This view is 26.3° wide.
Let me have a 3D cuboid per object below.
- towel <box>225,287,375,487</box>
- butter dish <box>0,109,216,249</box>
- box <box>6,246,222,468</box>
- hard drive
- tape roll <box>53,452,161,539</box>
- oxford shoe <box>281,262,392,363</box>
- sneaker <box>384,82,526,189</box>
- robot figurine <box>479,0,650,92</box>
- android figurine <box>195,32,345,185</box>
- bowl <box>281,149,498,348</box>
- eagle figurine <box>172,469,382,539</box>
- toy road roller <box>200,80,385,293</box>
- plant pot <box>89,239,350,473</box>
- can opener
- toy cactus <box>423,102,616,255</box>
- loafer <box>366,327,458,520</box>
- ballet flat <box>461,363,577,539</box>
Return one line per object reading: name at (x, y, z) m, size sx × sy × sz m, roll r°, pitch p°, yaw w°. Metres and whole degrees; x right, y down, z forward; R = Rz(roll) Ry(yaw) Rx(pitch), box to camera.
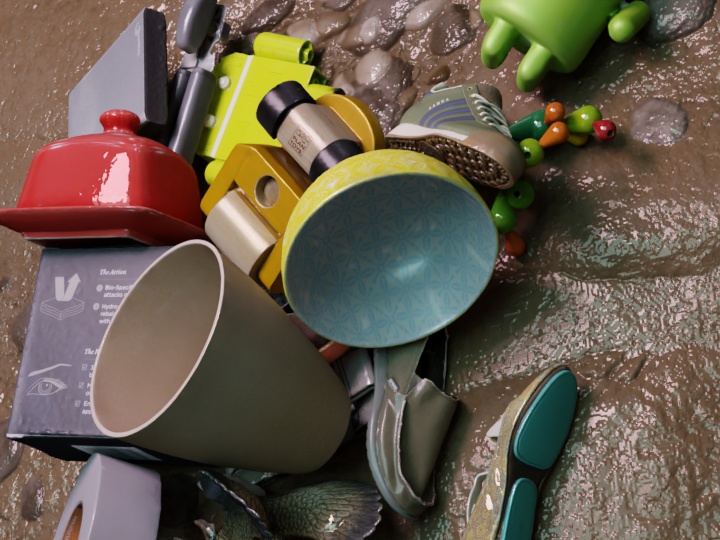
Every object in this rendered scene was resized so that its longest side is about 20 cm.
towel at (-0.076, 0.102, 1.539) m, size 0.191 × 0.034 × 0.202 m, roll -29°, pitch 60°, yaw 17°
butter dish at (-0.252, -0.092, 1.583) m, size 0.198 × 0.199 × 0.150 m, roll -1°, pitch 77°, yaw 23°
box at (-0.228, 0.086, 1.545) m, size 0.194 × 0.117 × 0.203 m, roll -1°, pitch 71°, yaw 24°
hard drive at (-0.271, -0.181, 1.711) m, size 0.200 × 0.033 × 0.141 m, roll -34°, pitch 52°, yaw 48°
tape roll at (-0.255, 0.283, 1.486) m, size 0.202 × 0.065 × 0.201 m, roll -90°, pitch 26°, yaw -49°
oxford shoe at (0.000, 0.000, 1.482) m, size 0.071 × 0.073 × 0.200 m, roll 14°, pitch 55°, yaw 48°
sneaker at (0.101, -0.136, 1.410) m, size 0.090 × 0.067 × 0.200 m, roll -51°, pitch 28°, yaw -12°
robot figurine at (0.193, -0.273, 1.481) m, size 0.175 × 0.116 × 0.201 m, roll 35°, pitch 88°, yaw 8°
android figurine at (-0.113, -0.170, 1.666) m, size 0.198 × 0.041 × 0.184 m, roll 16°, pitch 80°, yaw 32°
bowl at (0.017, -0.038, 1.399) m, size 0.199 × 0.200 × 0.108 m, roll -35°, pitch 39°, yaw 13°
eagle figurine at (-0.087, 0.233, 1.408) m, size 0.151 × 0.152 × 0.200 m, roll 42°, pitch 133°, yaw 3°
toy road roller at (-0.049, -0.083, 1.541) m, size 0.123 × 0.145 × 0.201 m, roll 48°, pitch 115°, yaw 25°
plant pot at (-0.109, 0.101, 1.390) m, size 0.187 × 0.199 × 0.189 m, roll -34°, pitch 40°, yaw 34°
can opener at (-0.190, -0.205, 1.668) m, size 0.052 × 0.066 × 0.203 m, roll 2°, pitch 75°, yaw 44°
toy cactus at (0.141, -0.108, 1.477) m, size 0.200 × 0.102 × 0.166 m, roll -41°, pitch 37°, yaw 13°
loafer at (0.051, 0.129, 1.430) m, size 0.069 × 0.075 × 0.203 m, roll -15°, pitch 64°, yaw 29°
ballet flat at (0.135, 0.175, 1.373) m, size 0.070 × 0.071 × 0.202 m, roll 11°, pitch 77°, yaw 32°
